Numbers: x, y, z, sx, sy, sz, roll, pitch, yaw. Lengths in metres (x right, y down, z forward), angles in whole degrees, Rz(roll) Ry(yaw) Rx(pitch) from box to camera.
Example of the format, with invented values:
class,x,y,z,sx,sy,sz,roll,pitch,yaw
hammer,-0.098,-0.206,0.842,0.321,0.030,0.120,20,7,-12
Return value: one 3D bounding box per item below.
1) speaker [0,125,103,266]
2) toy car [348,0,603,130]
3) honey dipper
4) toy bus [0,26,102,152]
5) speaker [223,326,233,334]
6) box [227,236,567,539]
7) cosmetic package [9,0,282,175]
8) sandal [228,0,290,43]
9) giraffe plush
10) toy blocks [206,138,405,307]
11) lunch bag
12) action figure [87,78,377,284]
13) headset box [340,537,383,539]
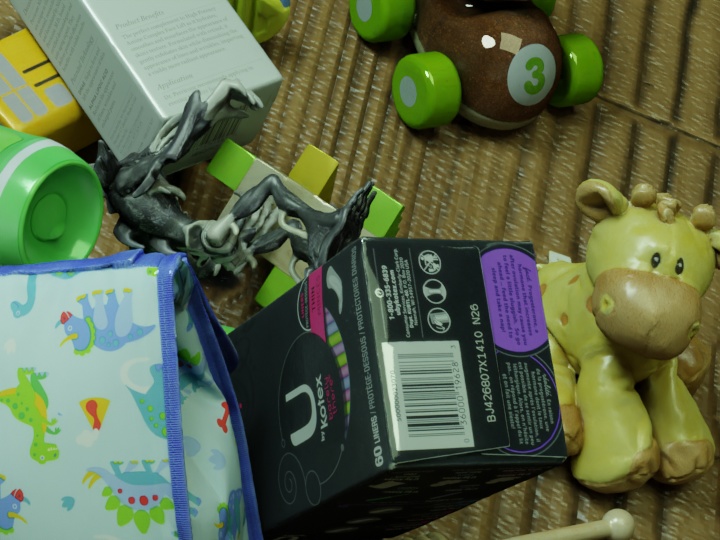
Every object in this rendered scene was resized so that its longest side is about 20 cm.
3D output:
class,x,y,z,sx,sy,sz,roll,pitch,yaw
speaker,-0.248,-0.053,1.166,0.199,0.089,0.088,18,41,31
toy car,0.112,-0.216,1.436,0.163,0.200,0.159,-11,61,-31
honey dipper,0.095,0.177,1.252,0.198,0.038,0.038,-4,58,-32
toy bus,-0.208,-0.116,1.300,0.078,0.065,0.199,48,50,11
speaker,-0.113,0.068,1.186,0.198,0.089,0.089,14,51,-16
box,0.009,0.069,1.064,0.105,0.200,0.124,1,71,-26
cosmetic package,-0.150,-0.164,1.274,0.101,0.074,0.201,-22,68,-37
sandal,-0.138,-0.230,1.412,0.199,0.080,0.088,27,45,-8
giraffe plush,0.182,0.027,1.316,0.171,0.163,0.202,-1,57,-26
toy blocks,0.000,0.000,1.280,0.199,0.100,0.137,34,2,20
lunch bag,-0.151,0.091,1.027,0.168,0.202,0.128,-5,19,15
action figure,-0.082,-0.042,1.175,0.198,0.119,0.102,21,58,23
headset box,-0.040,0.215,1.130,0.199,0.077,0.149,31,48,-1
